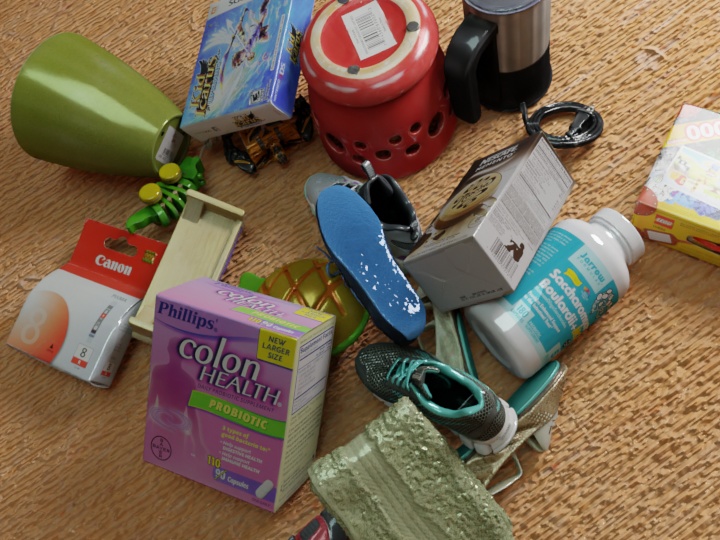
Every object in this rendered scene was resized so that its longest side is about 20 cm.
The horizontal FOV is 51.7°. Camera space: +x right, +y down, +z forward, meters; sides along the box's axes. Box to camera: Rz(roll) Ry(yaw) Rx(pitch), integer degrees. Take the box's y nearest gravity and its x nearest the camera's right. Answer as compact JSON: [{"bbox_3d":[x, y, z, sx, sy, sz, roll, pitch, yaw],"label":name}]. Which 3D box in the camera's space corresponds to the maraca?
[{"bbox_3d":[-0.082,0.048,0.897,0.197,0.107,0.139,-4,55,16],"label":"maraca"}]

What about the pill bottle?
[{"bbox_3d":[0.221,0.019,0.833,0.199,0.111,0.111,-40,63,-6],"label":"pill bottle"}]

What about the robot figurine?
[{"bbox_3d":[-0.151,-0.234,1.069,0.144,0.058,0.201,-30,62,4],"label":"robot figurine"}]

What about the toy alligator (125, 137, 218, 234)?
[{"bbox_3d":[-0.244,-0.119,1.034,0.054,0.060,0.201,24,61,23],"label":"toy alligator"}]

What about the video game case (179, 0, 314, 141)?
[{"bbox_3d":[-0.152,-0.287,1.000,0.180,0.045,0.203,-5,69,40],"label":"video game case"}]

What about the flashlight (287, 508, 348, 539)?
[{"bbox_3d":[0.000,0.263,0.805,0.199,0.068,0.068,-40,72,-12],"label":"flashlight"}]

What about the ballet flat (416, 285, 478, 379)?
[{"bbox_3d":[0.092,0.050,0.878,0.062,0.067,0.202,-15,63,17],"label":"ballet flat"}]

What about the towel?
[{"bbox_3d":[0.054,0.242,0.751,0.148,0.036,0.201,-37,95,2],"label":"towel"}]

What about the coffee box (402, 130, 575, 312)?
[{"bbox_3d":[0.148,-0.056,0.840,0.112,0.080,0.200,-22,24,49],"label":"coffee box"}]

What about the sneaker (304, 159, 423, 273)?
[{"bbox_3d":[0.002,-0.094,0.919,0.199,0.140,0.078,33,70,23],"label":"sneaker"}]

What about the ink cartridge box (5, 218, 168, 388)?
[{"bbox_3d":[-0.360,0.034,0.981,0.161,0.050,0.202,16,82,25],"label":"ink cartridge box"}]

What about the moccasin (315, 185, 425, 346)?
[{"bbox_3d":[0.000,0.000,0.831,0.080,0.068,0.202,-19,67,-17],"label":"moccasin"}]

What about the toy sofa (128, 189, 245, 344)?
[{"bbox_3d":[-0.223,0.007,0.974,0.082,0.098,0.202,20,69,-3],"label":"toy sofa"}]

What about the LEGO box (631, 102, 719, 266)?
[{"bbox_3d":[0.434,-0.084,0.848,0.198,0.077,0.150,24,73,22],"label":"LEGO box"}]

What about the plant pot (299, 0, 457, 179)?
[{"bbox_3d":[0.019,-0.247,0.968,0.198,0.183,0.203,-6,65,13],"label":"plant pot"}]

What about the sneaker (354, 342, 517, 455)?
[{"bbox_3d":[0.070,0.117,0.785,0.198,0.091,0.078,20,71,34],"label":"sneaker"}]

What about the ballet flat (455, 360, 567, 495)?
[{"bbox_3d":[0.163,0.185,0.807,0.200,0.071,0.065,-42,90,-4],"label":"ballet flat"}]

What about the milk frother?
[{"bbox_3d":[0.215,-0.268,0.924,0.198,0.188,0.182,14,70,19],"label":"milk frother"}]

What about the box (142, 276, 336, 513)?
[{"bbox_3d":[-0.136,0.131,0.822,0.174,0.097,0.203,15,106,19],"label":"box"}]

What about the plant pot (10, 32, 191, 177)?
[{"bbox_3d":[-0.347,-0.210,1.052,0.198,0.187,0.189,24,73,12],"label":"plant pot"}]
